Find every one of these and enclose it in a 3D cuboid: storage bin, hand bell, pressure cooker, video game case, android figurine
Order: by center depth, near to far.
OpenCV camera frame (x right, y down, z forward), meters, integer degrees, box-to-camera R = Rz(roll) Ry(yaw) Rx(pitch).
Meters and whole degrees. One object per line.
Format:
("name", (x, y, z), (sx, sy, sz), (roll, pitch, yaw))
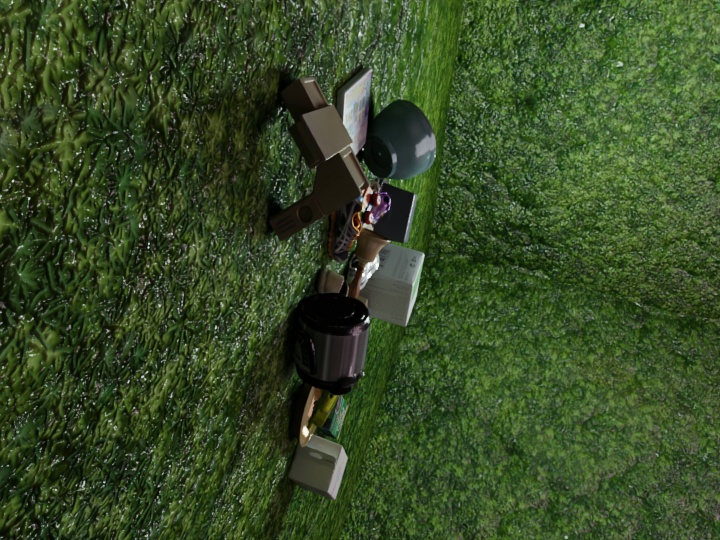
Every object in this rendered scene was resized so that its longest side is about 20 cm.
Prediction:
("pressure cooker", (-0.066, 0.177, 1.261), (0.177, 0.172, 0.207), (-58, 158, -64))
("video game case", (-0.018, -0.350, 1.269), (0.202, 0.023, 0.187), (-60, 160, -52))
("android figurine", (-0.079, 0.311, 1.393), (0.204, 0.040, 0.182), (-59, -177, 2))
("hand bell", (0.000, 0.000, 1.427), (0.104, 0.101, 0.207), (-29, 139, -74))
("storage bin", (0.103, -0.184, 1.778), (0.145, 0.129, 0.208), (-21, 123, -76))

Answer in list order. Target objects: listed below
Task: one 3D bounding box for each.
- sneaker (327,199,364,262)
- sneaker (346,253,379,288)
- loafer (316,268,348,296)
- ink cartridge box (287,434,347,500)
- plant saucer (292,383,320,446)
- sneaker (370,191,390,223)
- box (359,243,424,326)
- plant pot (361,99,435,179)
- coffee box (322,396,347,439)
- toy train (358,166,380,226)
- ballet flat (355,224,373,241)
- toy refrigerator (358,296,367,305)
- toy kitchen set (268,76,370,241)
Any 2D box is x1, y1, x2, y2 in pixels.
("sneaker", (-0.034, -0.097, 1.349), (0.080, 0.074, 0.204), (-66, 166, -44))
("sneaker", (0.010, -0.032, 1.664), (0.203, 0.073, 0.083), (-66, 156, -47))
("loafer", (-0.064, 0.058, 1.399), (0.201, 0.066, 0.078), (69, 37, -71))
("ink cartridge box", (-0.120, 0.553, 1.554), (0.202, 0.124, 0.129), (80, 27, -61))
("plant saucer", (-0.139, 0.361, 1.463), (0.200, 0.034, 0.208), (14, 89, -78))
("sneaker", (0.048, -0.185, 1.550), (0.082, 0.086, 0.200), (61, 12, -4))
("box", (0.093, 0.039, 1.825), (0.201, 0.193, 0.176), (-62, 164, -53))
("plant pot", (0.084, -0.327, 1.454), (0.133, 0.199, 0.205), (-34, 145, -30))
("coffee box", (-0.088, 0.484, 1.833), (0.202, 0.042, 0.127), (79, 26, -64))
("toy train", (0.004, -0.219, 1.416), (0.118, 0.082, 0.204), (73, 30, -43))
("ballet flat", (0.002, -0.101, 1.534), (0.199, 0.067, 0.072), (9, 95, -74))
("toy refrigerator", (-0.032, 0.182, 1.696), (0.077, 0.067, 0.204), (88, 18, -52))
("toy kitchen set", (-0.113, -0.172, 0.891), (0.204, 0.176, 0.164), (60, 21, -11))
